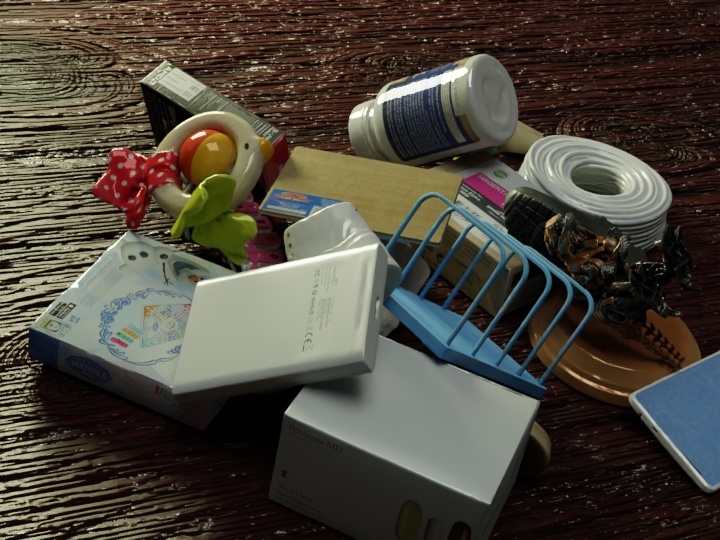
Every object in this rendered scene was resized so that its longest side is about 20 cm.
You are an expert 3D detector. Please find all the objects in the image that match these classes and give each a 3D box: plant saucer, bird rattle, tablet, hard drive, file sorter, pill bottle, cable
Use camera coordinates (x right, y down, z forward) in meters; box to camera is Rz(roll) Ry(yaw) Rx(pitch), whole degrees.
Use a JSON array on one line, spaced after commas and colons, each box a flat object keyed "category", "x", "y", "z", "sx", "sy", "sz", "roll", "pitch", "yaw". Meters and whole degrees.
[{"category": "plant saucer", "x": 0.287, "y": 0.073, "z": 1.484, "sx": 0.198, "sy": 0.038, "sz": 0.201, "roll": 8, "pitch": 36, "yaw": -6}, {"category": "bird rattle", "x": -0.178, "y": -0.097, "z": 1.425, "sx": 0.199, "sy": 0.113, "sz": 0.164, "roll": 26, "pitch": 72, "yaw": 40}, {"category": "tablet", "x": 0.386, "y": 0.152, "z": 1.410, "sx": 0.199, "sy": 0.014, "sz": 0.130, "roll": -18, "pitch": 59, "yaw": -36}, {"category": "hard drive", "x": -0.074, "y": 0.050, "z": 1.232, "sx": 0.198, "sy": 0.026, "sz": 0.133, "roll": -12, "pitch": 48, "yaw": 24}, {"category": "file sorter", "x": 0.123, "y": 0.023, "z": 1.347, "sx": 0.139, "sy": 0.123, "sz": 0.199, "roll": 41, "pitch": 11, "yaw": 39}, {"category": "pill bottle", "x": 0.086, "y": -0.189, "z": 1.646, "sx": 0.198, "sy": 0.112, "sz": 0.111, "roll": -12, "pitch": 20, "yaw": 37}, {"category": "cable", "x": 0.294, "y": -0.097, "z": 1.685, "sx": 0.198, "sy": 0.070, "sz": 0.200, "roll": -9, "pitch": 41, "yaw": -27}]

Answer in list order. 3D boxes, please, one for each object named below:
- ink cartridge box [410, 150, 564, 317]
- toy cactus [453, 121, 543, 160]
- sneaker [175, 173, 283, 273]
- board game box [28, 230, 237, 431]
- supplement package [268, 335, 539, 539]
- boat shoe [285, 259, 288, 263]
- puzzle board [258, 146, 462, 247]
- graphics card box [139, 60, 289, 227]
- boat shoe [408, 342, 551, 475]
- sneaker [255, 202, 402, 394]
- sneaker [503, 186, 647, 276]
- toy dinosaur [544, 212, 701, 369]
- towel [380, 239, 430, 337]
[{"category": "ink cartridge box", "x": 0.152, "y": -0.048, "z": 1.574, "sx": 0.164, "sy": 0.076, "sz": 0.200, "roll": -23, "pitch": 48, "yaw": -38}, {"category": "toy cactus", "x": 0.167, "y": -0.201, "z": 1.782, "sx": 0.163, "sy": 0.103, "sz": 0.201, "roll": 16, "pitch": 26, "yaw": -12}, {"category": "sneaker", "x": -0.155, "y": -0.043, "z": 1.482, "sx": 0.073, "sy": 0.087, "sz": 0.201, "roll": 3, "pitch": 53, "yaw": -56}, {"category": "board game box", "x": -0.200, "y": 0.055, "z": 1.355, "sx": 0.197, "sy": 0.044, "sz": 0.200, "roll": 20, "pitch": 37, "yaw": 12}, {"category": "supplement package", "x": 0.041, "y": 0.165, "z": 1.223, "sx": 0.198, "sy": 0.112, "sz": 0.156, "roll": 22, "pitch": 37, "yaw": 13}, {"category": "boat shoe", "x": -0.029, "y": -0.028, "z": 1.512, "sx": 0.062, "sy": 0.072, "sz": 0.200, "roll": 50, "pitch": 35, "yaw": -11}, {"category": "puzzle board", "x": 0.003, "y": -0.080, "z": 1.456, "sx": 0.198, "sy": 0.018, "sz": 0.151, "roll": 10, "pitch": 34, "yaw": 9}, {"category": "graphics card box", "x": -0.166, "y": -0.149, "z": 1.566, "sx": 0.199, "sy": 0.126, "sz": 0.051, "roll": 31, "pitch": 61, "yaw": 25}, {"category": "boat shoe", "x": 0.114, "y": 0.129, "z": 1.326, "sx": 0.199, "sy": 0.072, "sz": 0.064, "roll": 32, "pitch": 41, "yaw": 27}, {"category": "sneaker", "x": -0.054, "y": 0.024, "z": 1.320, "sx": 0.073, "sy": 0.200, "sz": 0.116, "roll": 24, "pitch": 28, "yaw": -51}, {"category": "sneaker", "x": 0.242, "y": -0.032, "z": 1.484, "sx": 0.199, "sy": 0.076, "sz": 0.091, "roll": 36, "pitch": 38, "yaw": -13}, {"category": "toy dinosaur", "x": 0.281, "y": 0.015, "z": 1.406, "sx": 0.199, "sy": 0.135, "sz": 0.103, "roll": 33, "pitch": 60, "yaw": -21}, {"category": "towel", "x": 0.000, "y": 0.000, "z": 1.440, "sx": 0.133, "sy": 0.034, "sz": 0.200, "roll": 51, "pitch": 37, "yaw": -11}]
